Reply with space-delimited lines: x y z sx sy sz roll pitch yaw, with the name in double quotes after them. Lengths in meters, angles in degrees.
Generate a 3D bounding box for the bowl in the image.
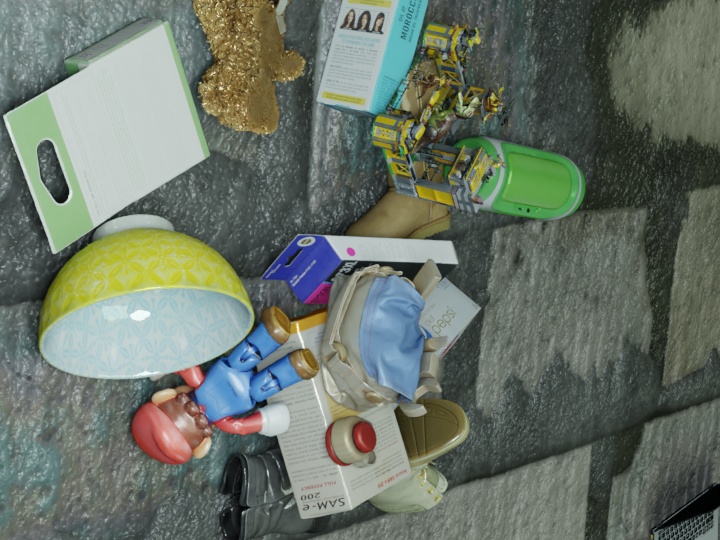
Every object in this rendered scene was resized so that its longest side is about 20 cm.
-0.205 0.013 1.413 0.199 0.199 0.109 19 50 -48 "bowl"

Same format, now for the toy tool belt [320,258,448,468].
0.027 0.090 1.517 0.125 0.122 0.202 32 52 -44 "toy tool belt"

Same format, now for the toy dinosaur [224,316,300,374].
-0.124 0.083 1.595 0.199 0.060 0.107 0 80 -55 "toy dinosaur"

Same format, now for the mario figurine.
-0.143 0.117 1.519 0.199 0.124 0.106 -33 150 9 "mario figurine"

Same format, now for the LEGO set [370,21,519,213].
0.107 -0.161 1.610 0.201 0.115 0.154 -58 151 -33 "LEGO set"

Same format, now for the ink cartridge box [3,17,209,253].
-0.241 -0.128 1.403 0.200 0.048 0.147 -36 125 -33 "ink cartridge box"

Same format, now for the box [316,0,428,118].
0.020 -0.266 1.617 0.049 0.082 0.202 15 90 -49 "box"

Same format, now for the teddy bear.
-0.112 -0.237 1.507 0.145 0.066 0.202 -9 101 -55 "teddy bear"

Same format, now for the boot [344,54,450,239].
0.036 -0.130 1.692 0.175 0.066 0.202 -26 119 -48 "boot"

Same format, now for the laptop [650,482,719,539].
0.550 0.407 2.355 0.186 0.115 0.202 -23 117 -40 "laptop"

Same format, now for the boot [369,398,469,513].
0.064 0.219 1.741 0.154 0.199 0.073 35 38 -48 "boot"

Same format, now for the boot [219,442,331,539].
-0.085 0.201 1.654 0.131 0.069 0.202 2 95 -41 "boot"

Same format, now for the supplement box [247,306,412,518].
-0.031 0.143 1.589 0.126 0.073 0.202 -17 91 -56 "supplement box"

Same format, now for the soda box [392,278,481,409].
0.061 0.084 1.719 0.068 0.064 0.200 -56 171 36 "soda box"

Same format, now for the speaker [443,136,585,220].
0.190 -0.111 1.842 0.199 0.088 0.089 7 96 -48 "speaker"

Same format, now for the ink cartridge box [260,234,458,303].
0.000 0.000 1.634 0.199 0.095 0.037 4 58 -32 "ink cartridge box"
